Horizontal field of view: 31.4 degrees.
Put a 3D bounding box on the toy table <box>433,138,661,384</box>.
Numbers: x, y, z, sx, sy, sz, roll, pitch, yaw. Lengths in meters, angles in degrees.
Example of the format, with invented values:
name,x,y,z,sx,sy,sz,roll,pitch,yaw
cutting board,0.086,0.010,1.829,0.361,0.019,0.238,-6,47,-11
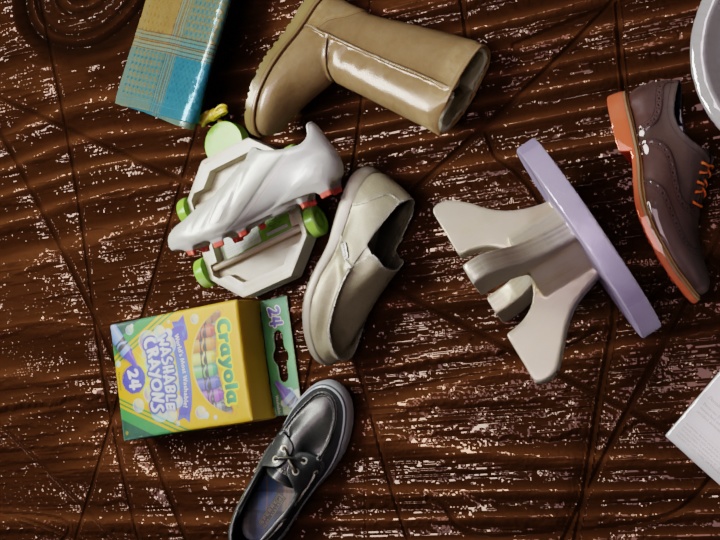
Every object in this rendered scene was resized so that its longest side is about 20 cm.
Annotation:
name,x,y,z,sx,sy,sz,roll,pitch,yaw
toy table,0.158,-0.005,1.123,0.117,0.184,0.201,-32,60,6

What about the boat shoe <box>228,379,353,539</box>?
name,x,y,z,sx,sy,sz,roll,pitch,yaw
boat shoe,-0.070,0.202,1.285,0.068,0.057,0.201,32,103,16

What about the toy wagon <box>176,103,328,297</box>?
name,x,y,z,sx,sy,sz,roll,pitch,yaw
toy wagon,-0.119,-0.077,1.338,0.155,0.040,0.201,-23,77,24

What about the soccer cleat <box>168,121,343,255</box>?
name,x,y,z,sx,sy,sz,roll,pitch,yaw
soccer cleat,-0.109,-0.078,1.271,0.199,0.069,0.078,-24,89,17

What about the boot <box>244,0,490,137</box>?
name,x,y,z,sx,sy,sz,roll,pitch,yaw
boot,0.001,-0.179,1.254,0.199,0.066,0.176,27,89,25

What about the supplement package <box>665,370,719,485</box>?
name,x,y,z,sx,sy,sz,roll,pitch,yaw
supplement package,0.366,0.095,1.030,0.120,0.121,0.200,43,107,23

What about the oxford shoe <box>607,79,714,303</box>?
name,x,y,z,sx,sy,sz,roll,pitch,yaw
oxford shoe,0.276,-0.072,1.115,0.072,0.071,0.201,-20,78,20

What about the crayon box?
name,x,y,z,sx,sy,sz,roll,pitch,yaw
crayon box,-0.165,0.103,1.346,0.199,0.052,0.127,-12,82,26

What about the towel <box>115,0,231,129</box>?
name,x,y,z,sx,sy,sz,roll,pitch,yaw
towel,-0.193,-0.260,1.374,0.146,0.022,0.201,24,98,44

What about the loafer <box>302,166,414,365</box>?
name,x,y,z,sx,sy,sz,roll,pitch,yaw
loafer,0.000,0.000,1.251,0.068,0.076,0.201,17,95,33

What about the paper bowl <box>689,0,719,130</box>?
name,x,y,z,sx,sy,sz,roll,pitch,yaw
paper bowl,0.379,-0.178,1.046,0.200,0.104,0.202,-1,88,28
